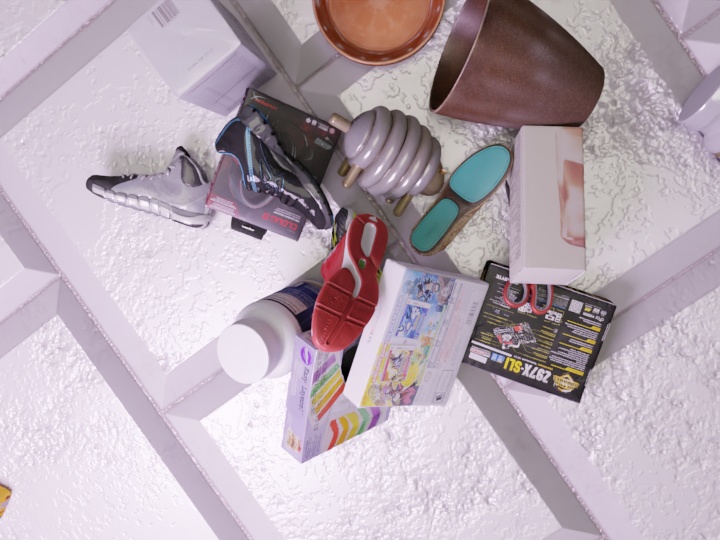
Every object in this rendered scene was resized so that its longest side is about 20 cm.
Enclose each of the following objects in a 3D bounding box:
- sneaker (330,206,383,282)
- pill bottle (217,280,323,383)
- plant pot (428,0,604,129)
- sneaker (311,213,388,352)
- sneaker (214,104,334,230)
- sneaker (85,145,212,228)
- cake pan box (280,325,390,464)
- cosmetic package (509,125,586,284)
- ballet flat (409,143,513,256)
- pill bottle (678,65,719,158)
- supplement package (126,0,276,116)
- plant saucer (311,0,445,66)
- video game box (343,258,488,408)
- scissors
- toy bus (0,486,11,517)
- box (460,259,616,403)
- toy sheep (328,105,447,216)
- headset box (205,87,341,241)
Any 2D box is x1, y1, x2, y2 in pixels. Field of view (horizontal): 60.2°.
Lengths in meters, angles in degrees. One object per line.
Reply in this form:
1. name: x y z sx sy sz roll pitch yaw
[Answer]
1. sneaker: 0.000 0.000 0.956 0.076 0.075 0.202 -9 102 -8
2. pill bottle: -0.114 0.088 0.895 0.110 0.200 0.112 6 104 23
3. plant pot: 0.222 -0.272 0.854 0.198 0.187 0.188 19 98 -10
4. sneaker: -0.023 0.030 0.849 0.078 0.116 0.201 28 63 -8
5. sneaker: -0.115 -0.127 0.861 0.082 0.073 0.200 -40 100 2
6. sneaker: -0.318 -0.146 0.973 0.198 0.075 0.116 17 93 -6
7. cake pan box: -0.020 0.156 0.896 0.052 0.183 0.202 28 119 37
8. cosmetic package: 0.258 -0.088 0.866 0.086 0.103 0.202 3 79 3
9. ballet flat: 0.149 -0.103 0.924 0.200 0.065 0.071 -46 74 9
10. pill bottle: 0.549 -0.188 0.844 0.199 0.116 0.116 34 99 2
11. supplement package: -0.212 -0.304 0.872 0.113 0.200 0.110 -36 92 8
12. plant saucer: 0.028 -0.406 0.920 0.198 0.032 0.202 1 96 7
13. video game box: 0.081 0.095 0.880 0.047 0.181 0.202 27 102 45
14. scissors: 0.246 -0.036 0.914 0.072 0.014 0.202 2 77 3
15. toy bus: -0.718 0.379 1.073 0.199 0.065 0.079 27 98 3
16. box: 0.261 0.091 0.941 0.198 0.049 0.161 18 100 4
17. toy sheep: 0.039 -0.166 0.895 0.199 0.138 0.139 25 100 -26
18. headset box: -0.135 -0.146 0.924 0.148 0.075 0.201 21 99 -18
